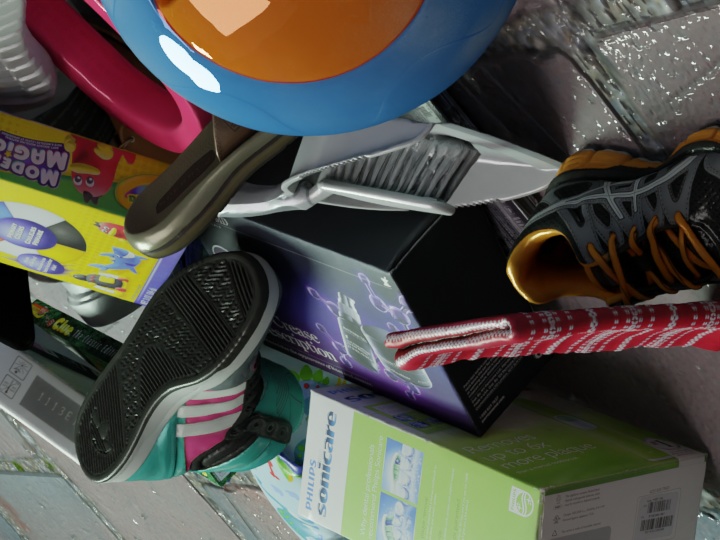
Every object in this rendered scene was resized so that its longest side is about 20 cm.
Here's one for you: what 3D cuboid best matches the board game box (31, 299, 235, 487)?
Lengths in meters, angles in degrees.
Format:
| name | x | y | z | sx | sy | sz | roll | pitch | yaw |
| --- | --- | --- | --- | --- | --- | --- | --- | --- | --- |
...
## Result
| name | x | y | z | sx | sy | sz | roll | pitch | yaw |
| --- | --- | --- | --- | --- | --- | --- | --- | --- | --- |
| board game box | -0.163 | 0.082 | 1.677 | 0.200 | 0.023 | 0.105 | 22 | 148 | 56 |

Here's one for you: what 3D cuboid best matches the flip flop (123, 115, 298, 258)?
| name | x | y | z | sx | sy | sz | roll | pitch | yaw |
| --- | --- | --- | --- | --- | --- | --- | --- | --- | --- |
| flip flop | -0.064 | -0.092 | 1.266 | 0.057 | 0.200 | 0.081 | 39 | -163 | -19 |

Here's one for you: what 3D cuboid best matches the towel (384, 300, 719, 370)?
| name | x | y | z | sx | sy | sz | roll | pitch | yaw |
| --- | --- | --- | --- | --- | --- | --- | --- | --- | --- |
| towel | 0.129 | 0.030 | 1.192 | 0.144 | 0.199 | 0.023 | 166 | 100 | -65 |

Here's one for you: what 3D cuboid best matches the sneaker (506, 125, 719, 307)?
| name | x | y | z | sx | sy | sz | roll | pitch | yaw |
| --- | --- | --- | --- | --- | --- | --- | --- | --- | --- |
| sneaker | 0.147 | -0.016 | 1.187 | 0.078 | 0.077 | 0.200 | 52 | 154 | -16 |

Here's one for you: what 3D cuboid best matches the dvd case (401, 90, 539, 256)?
| name | x | y | z | sx | sy | sz | roll | pitch | yaw |
| --- | --- | --- | --- | --- | --- | --- | --- | --- | --- |
| dvd case | 0.020 | -0.063 | 1.401 | 0.149 | 0.016 | 0.200 | 49 | 157 | -15 |

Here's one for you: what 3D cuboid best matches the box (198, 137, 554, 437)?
| name | x | y | z | sx | sy | sz | roll | pitch | yaw |
| --- | --- | --- | --- | --- | --- | --- | --- | --- | --- |
| box | 0.000 | 0.000 | 1.428 | 0.199 | 0.079 | 0.142 | 20 | 147 | 45 |

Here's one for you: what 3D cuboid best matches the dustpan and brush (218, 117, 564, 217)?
| name | x | y | z | sx | sy | sz | roll | pitch | yaw |
| --- | --- | --- | --- | --- | --- | --- | --- | --- | --- |
| dustpan and brush | -0.009 | -0.049 | 1.282 | 0.199 | 0.058 | 0.139 | 8 | 177 | 34 |

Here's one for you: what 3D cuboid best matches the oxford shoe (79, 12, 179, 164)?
| name | x | y | z | sx | sy | sz | roll | pitch | yaw |
| --- | --- | --- | --- | --- | --- | --- | --- | --- | --- |
| oxford shoe | -0.133 | -0.087 | 1.550 | 0.200 | 0.071 | 0.071 | 43 | 160 | 8 |

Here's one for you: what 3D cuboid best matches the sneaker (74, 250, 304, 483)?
| name | x | y | z | sx | sy | sz | roll | pitch | yaw |
| --- | --- | --- | --- | --- | --- | --- | --- | --- | --- |
| sneaker | -0.076 | 0.062 | 1.469 | 0.200 | 0.120 | 0.084 | -46 | 56 | 37 |

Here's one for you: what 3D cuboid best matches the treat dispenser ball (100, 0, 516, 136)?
| name | x | y | z | sx | sy | sz | roll | pitch | yaw |
| --- | --- | --- | --- | --- | --- | --- | --- | --- | --- |
| treat dispenser ball | -0.022 | -0.160 | 1.053 | 0.200 | 0.201 | 0.201 | 36 | 157 | 18 |

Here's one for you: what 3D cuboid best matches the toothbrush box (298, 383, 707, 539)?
| name | x | y | z | sx | sy | sz | roll | pitch | yaw |
| --- | --- | --- | --- | --- | --- | --- | --- | --- | --- |
| toothbrush box | 0.082 | 0.128 | 1.442 | 0.199 | 0.145 | 0.087 | 19 | 108 | 46 |

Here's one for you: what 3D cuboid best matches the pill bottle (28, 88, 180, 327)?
| name | x | y | z | sx | sy | sz | roll | pitch | yaw |
| --- | --- | --- | --- | --- | --- | --- | --- | --- | --- |
| pill bottle | -0.212 | -0.065 | 1.661 | 0.200 | 0.116 | 0.116 | 53 | 156 | -21 |

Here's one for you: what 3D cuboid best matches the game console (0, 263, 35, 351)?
| name | x | y | z | sx | sy | sz | roll | pitch | yaw |
| --- | --- | --- | --- | --- | --- | --- | --- | --- | --- |
| game console | -0.313 | -0.034 | 1.524 | 0.175 | 0.117 | 0.200 | -3 | 153 | 44 |

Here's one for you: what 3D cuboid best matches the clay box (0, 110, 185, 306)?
| name | x | y | z | sx | sy | sz | roll | pitch | yaw |
| --- | --- | --- | --- | --- | --- | --- | --- | --- | --- |
| clay box | -0.200 | -0.044 | 1.415 | 0.199 | 0.048 | 0.115 | 16 | 154 | -11 |

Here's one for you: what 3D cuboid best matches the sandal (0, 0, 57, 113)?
| name | x | y | z | sx | sy | sz | roll | pitch | yaw |
| --- | --- | --- | --- | --- | --- | --- | --- | --- | --- |
| sandal | -0.219 | -0.146 | 1.329 | 0.203 | 0.082 | 0.050 | 82 | 179 | -67 |

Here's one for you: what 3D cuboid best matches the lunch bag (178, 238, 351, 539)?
| name | x | y | z | sx | sy | sz | roll | pitch | yaw |
| --- | --- | --- | --- | --- | --- | --- | --- | --- | --- |
| lunch bag | -0.050 | 0.083 | 1.656 | 0.200 | 0.127 | 0.170 | 49 | 166 | 29 |

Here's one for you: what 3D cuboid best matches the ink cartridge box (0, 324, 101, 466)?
| name | x | y | z | sx | sy | sz | roll | pitch | yaw |
| --- | --- | --- | --- | --- | --- | --- | --- | --- | --- |
| ink cartridge box | -0.228 | 0.052 | 1.611 | 0.199 | 0.044 | 0.174 | 35 | -173 | 8 |

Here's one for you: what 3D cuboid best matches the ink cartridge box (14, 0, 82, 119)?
| name | x | y | z | sx | sy | sz | roll | pitch | yaw |
| --- | --- | --- | --- | --- | --- | --- | --- | --- | --- |
| ink cartridge box | -0.273 | -0.175 | 1.501 | 0.201 | 0.136 | 0.076 | 55 | 139 | 3 |

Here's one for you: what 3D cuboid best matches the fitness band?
| name | x | y | z | sx | sy | sz | roll | pitch | yaw |
| --- | --- | --- | --- | --- | --- | --- | --- | --- | --- |
| fitness band | -0.152 | -0.146 | 1.337 | 0.200 | 0.037 | 0.144 | 45 | 162 | -8 |
